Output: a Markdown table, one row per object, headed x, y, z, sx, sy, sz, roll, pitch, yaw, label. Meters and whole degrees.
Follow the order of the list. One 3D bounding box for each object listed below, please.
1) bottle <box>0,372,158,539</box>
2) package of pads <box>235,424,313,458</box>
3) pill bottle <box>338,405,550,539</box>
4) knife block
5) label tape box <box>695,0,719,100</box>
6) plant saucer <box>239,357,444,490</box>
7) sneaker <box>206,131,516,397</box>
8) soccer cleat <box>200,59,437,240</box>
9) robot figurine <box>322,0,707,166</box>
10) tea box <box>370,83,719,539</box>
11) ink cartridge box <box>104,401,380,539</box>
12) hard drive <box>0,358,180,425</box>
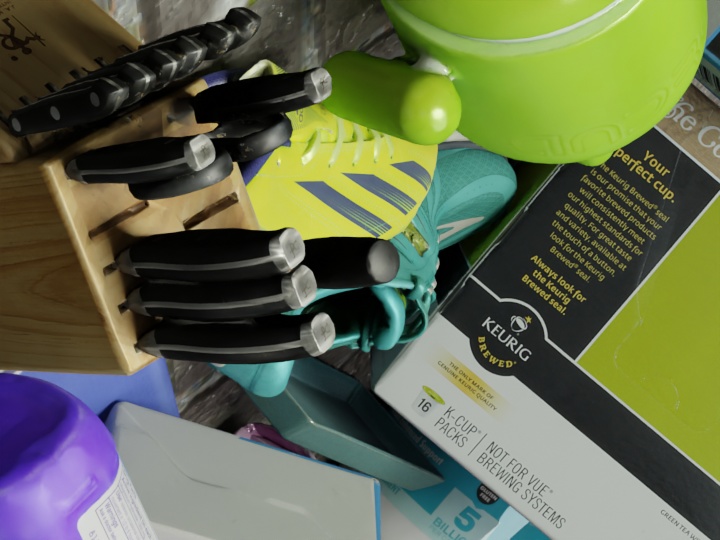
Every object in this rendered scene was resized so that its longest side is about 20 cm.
| x | y | z | sx | sy | sz | roll | pitch | yaw | label |
| --- | --- | --- | --- | --- | --- | --- | --- | --- | --- |
| -0.099 | 0.130 | 0.869 | 0.065 | 0.083 | 0.200 | -44 | 130 | -31 | bottle |
| -0.033 | 0.175 | 1.137 | 0.120 | 0.076 | 0.200 | -42 | 135 | -10 | package of pads |
| 0.085 | 0.069 | 1.238 | 0.200 | 0.111 | 0.111 | -51 | 159 | 6 | pill bottle |
| -0.071 | -0.002 | 0.727 | 0.064 | 0.176 | 0.200 | -31 | 153 | -35 | knife block |
| 0.193 | -0.166 | 0.989 | 0.200 | 0.143 | 0.066 | -48 | 159 | 2 | label tape box |
| -0.015 | 0.064 | 1.093 | 0.019 | 0.070 | 0.200 | -43 | 159 | 4 | plant saucer |
| 0.000 | 0.000 | 0.998 | 0.200 | 0.080 | 0.078 | -28 | 151 | -43 | sneaker |
| -0.027 | -0.043 | 0.896 | 0.200 | 0.065 | 0.084 | -21 | 140 | -50 | soccer cleat |
| 0.064 | -0.113 | 0.869 | 0.176 | 0.116 | 0.200 | -52 | 157 | -9 | robot figurine |
| 0.139 | 0.033 | 1.109 | 0.197 | 0.200 | 0.134 | -49 | -175 | 6 | tea box |
| -0.082 | 0.159 | 0.983 | 0.068 | 0.116 | 0.200 | -91 | -156 | -53 | ink cartridge box |
| -0.130 | 0.078 | 0.958 | 0.132 | 0.025 | 0.200 | -41 | 158 | -17 | hard drive |
